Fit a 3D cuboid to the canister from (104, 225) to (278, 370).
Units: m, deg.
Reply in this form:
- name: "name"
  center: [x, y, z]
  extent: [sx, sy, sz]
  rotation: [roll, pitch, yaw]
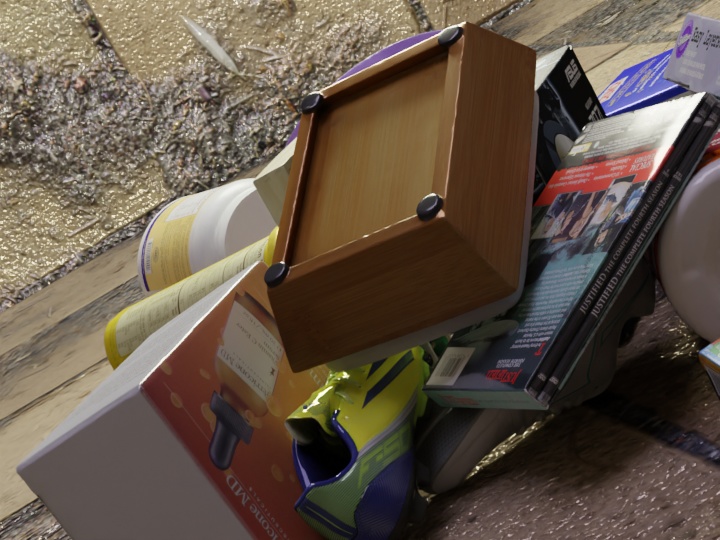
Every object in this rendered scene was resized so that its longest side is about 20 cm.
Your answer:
- name: "canister"
  center: [-0.080, 0.057, 1.447]
  extent: [0.199, 0.149, 0.087]
  rotation: [-25, 11, 29]

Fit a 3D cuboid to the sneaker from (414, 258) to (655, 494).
- name: "sneaker"
  center: [0.109, 0.062, 1.155]
  extent: [0.201, 0.080, 0.070]
  rotation: [-50, 25, -6]

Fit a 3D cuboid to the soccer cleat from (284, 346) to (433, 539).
- name: "soccer cleat"
  center: [-0.004, 0.085, 1.136]
  extent: [0.065, 0.083, 0.201]
  rotation: [-58, 17, 30]

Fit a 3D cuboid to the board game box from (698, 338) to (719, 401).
- name: "board game box"
  center: [0.261, 0.039, 0.873]
  extent: [0.164, 0.057, 0.200]
  rotation: [-27, 10, -1]

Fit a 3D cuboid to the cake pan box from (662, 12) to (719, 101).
- name: "cake pan box"
  center: [0.288, -0.096, 1.131]
  extent: [0.200, 0.183, 0.053]
  rotation: [-112, 43, -79]

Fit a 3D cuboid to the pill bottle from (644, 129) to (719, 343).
- name: "pill bottle"
  center: [0.221, -0.031, 1.139]
  extent: [0.114, 0.115, 0.200]
  rotation: [-28, 11, 7]

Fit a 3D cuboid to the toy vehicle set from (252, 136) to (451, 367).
- name: "toy vehicle set"
  center: [0.000, 0.000, 1.355]
  extent: [0.026, 0.201, 0.124]
  rotation: [-26, 12, 20]

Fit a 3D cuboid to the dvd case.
- name: "dvd case"
  center: [0.119, -0.009, 1.092]
  extent: [0.201, 0.022, 0.146]
  rotation: [-56, 15, -15]

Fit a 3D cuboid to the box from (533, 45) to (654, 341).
- name: "box"
  center: [0.128, -0.044, 1.319]
  extent: [0.086, 0.165, 0.200]
  rotation: [-24, 11, 24]

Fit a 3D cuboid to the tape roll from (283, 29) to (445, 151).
- name: "tape roll"
  center: [0.037, -0.092, 1.491]
  extent: [0.199, 0.066, 0.201]
  rotation: [-28, -27, -15]

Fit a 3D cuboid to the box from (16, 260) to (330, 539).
- name: "box"
  center: [-0.085, 0.112, 1.156]
  extent: [0.106, 0.153, 0.200]
  rotation: [-33, 8, 26]

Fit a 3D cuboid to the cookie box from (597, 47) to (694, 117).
- name: "cookie box"
  center: [0.292, -0.148, 1.613]
  extent: [0.199, 0.076, 0.171]
  rotation: [-22, 13, 35]

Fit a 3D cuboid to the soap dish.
- name: "soap dish"
  center: [0.025, -0.048, 1.149]
  extent: [0.156, 0.081, 0.201]
  rotation: [-22, 40, 30]

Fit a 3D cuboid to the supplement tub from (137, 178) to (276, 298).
- name: "supplement tub"
  center: [-0.120, -0.013, 1.886]
  extent: [0.145, 0.146, 0.200]
  rotation: [-34, 12, -27]
